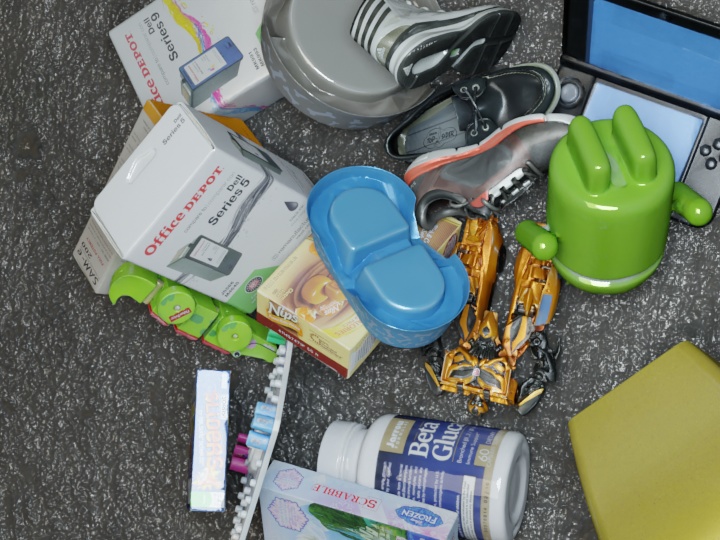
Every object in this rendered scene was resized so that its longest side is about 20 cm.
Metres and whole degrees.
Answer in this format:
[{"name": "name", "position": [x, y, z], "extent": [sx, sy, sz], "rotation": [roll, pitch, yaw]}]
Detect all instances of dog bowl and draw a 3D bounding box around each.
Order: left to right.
[{"name": "dog bowl", "position": [-0.011, -0.234, 1.403], "extent": [0.198, 0.059, 0.202], "rotation": [8, 67, -20]}, {"name": "dog bowl", "position": [0.023, -0.010, 1.330], "extent": [0.111, 0.050, 0.201], "rotation": [-22, 60, -21]}]

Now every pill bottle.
[{"name": "pill bottle", "position": [0.062, 0.204, 1.386], "extent": [0.198, 0.111, 0.112], "rotation": [6, 90, 20]}]

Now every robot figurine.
[{"name": "robot figurine", "position": [0.133, 0.046, 1.387], "extent": [0.144, 0.058, 0.202], "rotation": [11, 85, 21]}, {"name": "robot figurine", "position": [0.231, -0.058, 1.291], "extent": [0.174, 0.201, 0.116], "rotation": [-15, 53, -5]}]

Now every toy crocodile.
[{"name": "toy crocodile", "position": [-0.170, 0.046, 1.448], "extent": [0.062, 0.199, 0.068], "rotation": [-50, 33, 17]}]

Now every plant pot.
[{"name": "plant pot", "position": [0.303, 0.181, 1.265], "extent": [0.199, 0.200, 0.177], "rotation": [-37, 66, 15]}]

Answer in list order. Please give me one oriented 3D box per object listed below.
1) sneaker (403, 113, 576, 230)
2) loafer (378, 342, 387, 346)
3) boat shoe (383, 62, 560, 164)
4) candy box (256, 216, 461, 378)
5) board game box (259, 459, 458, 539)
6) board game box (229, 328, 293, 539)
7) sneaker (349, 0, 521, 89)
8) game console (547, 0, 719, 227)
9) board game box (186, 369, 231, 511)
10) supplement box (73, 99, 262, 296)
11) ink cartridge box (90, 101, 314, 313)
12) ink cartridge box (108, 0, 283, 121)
[{"name": "sneaker", "position": [0.138, -0.086, 1.351], "extent": [0.198, 0.077, 0.083], "rotation": [-19, 55, 25]}, {"name": "loafer", "position": [-0.035, 0.006, 1.449], "extent": [0.199, 0.070, 0.070], "rotation": [36, 100, 21]}, {"name": "boat shoe", "position": [0.104, -0.153, 1.379], "extent": [0.198, 0.066, 0.075], "rotation": [-14, 87, 38]}, {"name": "candy box", "position": [0.000, 0.000, 1.385], "extent": [0.115, 0.056, 0.200], "rotation": [32, 56, 17]}, {"name": "board game box", "position": [0.000, 0.298, 1.386], "extent": [0.198, 0.041, 0.202], "rotation": [12, 129, 21]}, {"name": "board game box", "position": [-0.106, 0.170, 1.378], "extent": [0.026, 0.201, 0.201], "rotation": [14, 120, -6]}, {"name": "sneaker", "position": [0.068, -0.249, 1.365], "extent": [0.115, 0.200, 0.076], "rotation": [42, 128, 23]}, {"name": "game console", "position": [0.266, -0.156, 1.323], "extent": [0.199, 0.116, 0.177], "rotation": [23, 96, 20]}, {"name": "board game box", "position": [-0.157, 0.178, 1.417], "extent": [0.034, 0.200, 0.137], "rotation": [3, 81, -8]}, {"name": "supplement box", "position": [-0.201, -0.069, 1.455], "extent": [0.074, 0.125, 0.201], "rotation": [51, 120, 38]}, {"name": "ink cartridge box", "position": [-0.144, -0.058, 1.382], "extent": [0.146, 0.199, 0.084], "rotation": [-49, 53, 12]}, {"name": "ink cartridge box", "position": [-0.150, -0.240, 1.494], "extent": [0.199, 0.087, 0.146], "rotation": [-29, 79, 18]}]
